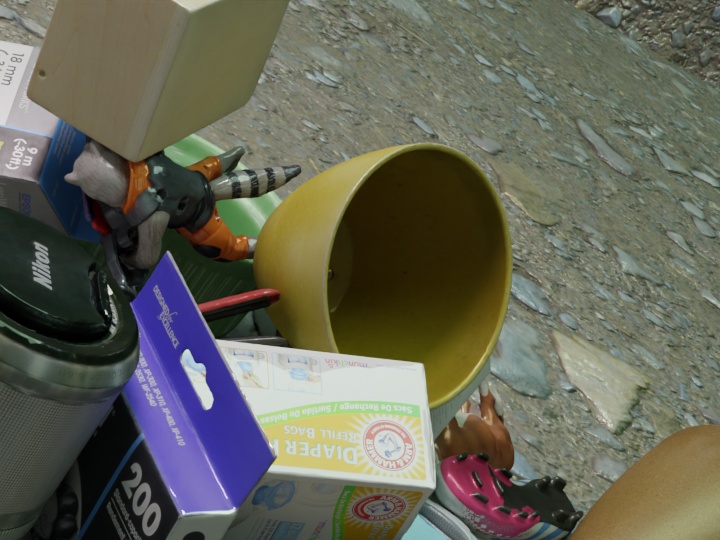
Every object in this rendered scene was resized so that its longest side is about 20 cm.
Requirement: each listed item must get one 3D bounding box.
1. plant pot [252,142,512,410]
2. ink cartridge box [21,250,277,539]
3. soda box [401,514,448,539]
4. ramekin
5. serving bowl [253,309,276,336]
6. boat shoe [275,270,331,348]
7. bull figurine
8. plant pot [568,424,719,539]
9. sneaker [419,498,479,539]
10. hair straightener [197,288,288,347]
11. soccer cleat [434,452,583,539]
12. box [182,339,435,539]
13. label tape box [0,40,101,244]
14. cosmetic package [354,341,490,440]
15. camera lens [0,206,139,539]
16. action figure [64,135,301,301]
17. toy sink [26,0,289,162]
[{"bbox_3d":[0.000,0.000,1.441,0.199,0.202,0.141,15,-5,-43],"label":"plant pot"},{"bbox_3d":[-0.147,0.120,1.169,0.043,0.201,0.199,14,29,-38],"label":"ink cartridge box"},{"bbox_3d":[-0.018,0.185,1.387,0.200,0.064,0.068,41,52,10],"label":"soda box"},{"bbox_3d":[-0.158,-0.034,1.610,0.199,0.098,0.200,30,22,-13],"label":"ramekin"},{"bbox_3d":[0.003,0.059,1.709,0.199,0.066,0.201,31,21,-13],"label":"serving bowl"},{"bbox_3d":[-0.014,0.014,1.595,0.072,0.202,0.067,25,11,37],"label":"boat shoe"},{"bbox_3d":[0.075,0.143,1.616,0.200,0.065,0.123,6,72,-65],"label":"bull figurine"},{"bbox_3d":[0.257,0.244,1.587,0.199,0.187,0.186,-14,51,-47],"label":"plant pot"},{"bbox_3d":[0.089,0.252,1.456,0.200,0.073,0.071,45,4,12],"label":"sneaker"},{"bbox_3d":[-0.148,0.070,1.357,0.041,0.198,0.078,105,-27,-78],"label":"hair straightener"},{"bbox_3d":[0.106,0.203,1.527,0.199,0.086,0.070,21,34,-52],"label":"soccer cleat"},{"bbox_3d":[-0.058,0.124,1.303,0.198,0.113,0.102,8,53,-17],"label":"box"},{"bbox_3d":[-0.269,-0.108,1.485,0.198,0.064,0.145,11,50,-1],"label":"label tape box"},{"bbox_3d":[0.019,0.096,1.507,0.101,0.075,0.200,15,40,25],"label":"cosmetic package"},{"bbox_3d":[-0.239,0.072,1.129,0.159,0.201,0.160,30,22,-14],"label":"camera lens"},{"bbox_3d":[-0.149,-0.082,1.458,0.193,0.104,0.202,4,63,-49],"label":"action figure"},{"bbox_3d":[-0.150,-0.187,1.439,0.111,0.131,0.200,31,28,11],"label":"toy sink"}]
